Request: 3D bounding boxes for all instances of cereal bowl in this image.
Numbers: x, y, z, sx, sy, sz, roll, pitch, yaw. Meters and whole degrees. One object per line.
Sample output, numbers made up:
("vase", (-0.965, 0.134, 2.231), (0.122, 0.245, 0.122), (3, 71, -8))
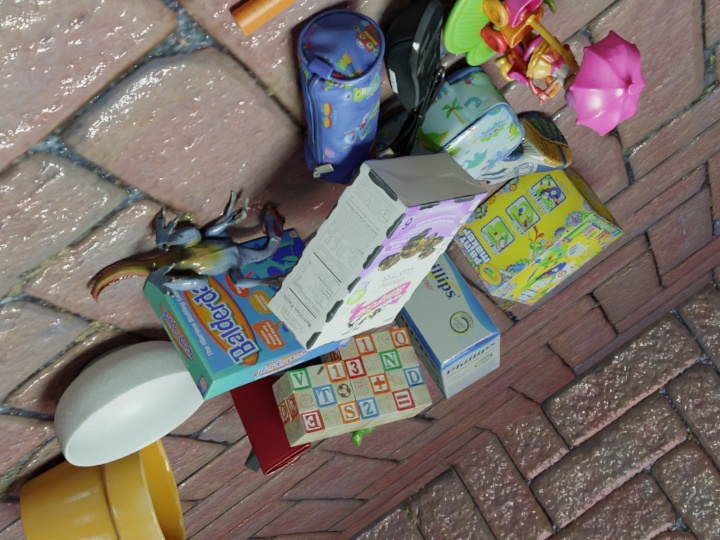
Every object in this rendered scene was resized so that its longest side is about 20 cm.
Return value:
("cereal bowl", (-0.286, 0.149, 1.316), (0.199, 0.084, 0.200), (-29, 160, -12))

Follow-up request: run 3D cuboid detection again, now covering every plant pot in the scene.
("plant pot", (-0.357, 0.327, 1.480), (0.182, 0.202, 0.200), (-17, 158, -2))

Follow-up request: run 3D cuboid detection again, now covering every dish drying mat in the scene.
("dish drying mat", (-0.131, 0.195, 1.503), (0.076, 0.200, 0.018), (-32, 134, 0))

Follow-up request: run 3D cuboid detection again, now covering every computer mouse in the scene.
("computer mouse", (0.038, -0.180, 1.068), (0.200, 0.046, 0.141), (67, 45, -75))

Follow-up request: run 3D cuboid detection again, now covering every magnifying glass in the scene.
("magnifying glass", (-0.020, -0.262, 0.893), (0.199, 0.022, 0.080), (-36, 160, 1))

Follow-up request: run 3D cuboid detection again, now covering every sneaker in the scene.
("sneaker", (0.193, -0.153, 1.401), (0.199, 0.076, 0.088), (-1, 154, -44))

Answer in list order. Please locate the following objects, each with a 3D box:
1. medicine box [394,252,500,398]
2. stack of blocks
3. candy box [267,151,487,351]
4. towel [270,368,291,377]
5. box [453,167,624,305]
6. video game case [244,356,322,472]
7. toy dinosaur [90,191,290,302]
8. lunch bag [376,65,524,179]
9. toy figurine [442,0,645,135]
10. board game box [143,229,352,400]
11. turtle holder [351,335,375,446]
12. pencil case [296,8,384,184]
("medicine box", (0.117, 0.070, 1.601), (0.102, 0.183, 0.200), (-32, 159, -4))
("stack of blocks", (-0.015, 0.155, 1.458), (0.198, 0.116, 0.059), (-10, 160, -30))
("candy box", (0.019, -0.022, 1.126), (0.167, 0.072, 0.201), (-16, 146, -55))
("towel", (-0.098, 0.073, 1.426), (0.165, 0.086, 0.200), (-39, 159, 15))
("box", (0.271, -0.057, 1.635), (0.192, 0.122, 0.200), (-40, 159, 16))
("video game case", (-0.096, 0.182, 1.610), (0.200, 0.025, 0.181), (-52, -170, 41))
("toy dinosaur", (-0.163, -0.028, 1.172), (0.198, 0.106, 0.181), (-5, -179, 23))
("lunch bag", (0.087, -0.135, 1.242), (0.199, 0.083, 0.161), (-38, 158, 10))
("toy figurine", (0.196, -0.206, 1.072), (0.150, 0.184, 0.200), (-41, 165, -9))
("board game box", (-0.124, 0.045, 1.229), (0.199, 0.153, 0.045), (-19, 155, -35))
("turtle holder", (-0.020, 0.176, 1.736), (0.132, 0.140, 0.186), (-51, 132, -27))
("pencil case", (-0.020, -0.158, 1.032), (0.087, 0.078, 0.200), (-55, 167, -23))
